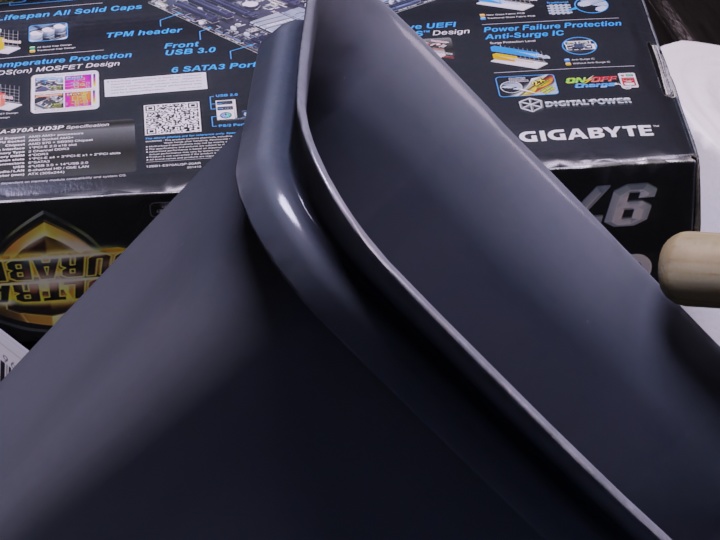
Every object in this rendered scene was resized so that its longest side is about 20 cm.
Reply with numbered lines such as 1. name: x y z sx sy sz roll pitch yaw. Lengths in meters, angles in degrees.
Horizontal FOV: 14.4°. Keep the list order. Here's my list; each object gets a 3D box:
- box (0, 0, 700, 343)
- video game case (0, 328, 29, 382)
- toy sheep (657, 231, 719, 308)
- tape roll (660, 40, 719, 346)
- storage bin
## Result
1. box: -0.019 -0.047 0.769 0.159 0.198 0.046 -100 -173 -56
2. video game case: -0.060 0.093 0.651 0.200 0.022 0.183 41 21 -27
3. toy sheep: 0.158 0.011 0.616 0.138 0.199 0.139 5 90 -68
4. tape roll: 0.157 0.013 0.844 0.201 0.071 0.203 25 19 -9
5. storage bin: 0.009 0.054 0.638 0.200 0.134 0.146 45 19 -18
